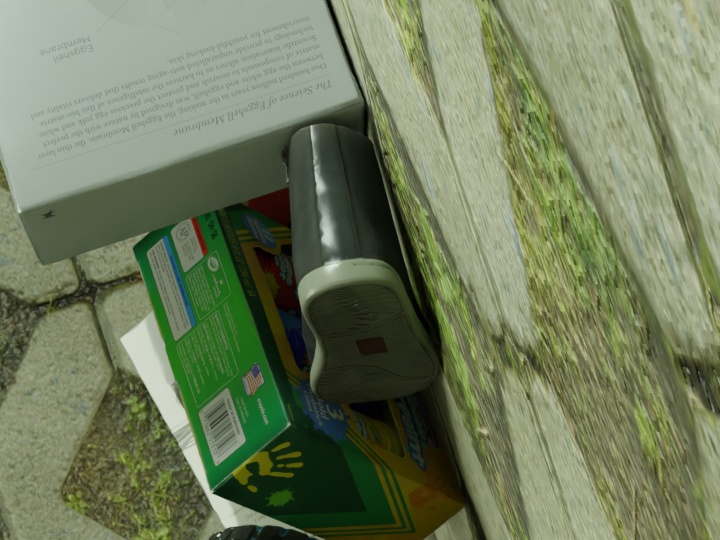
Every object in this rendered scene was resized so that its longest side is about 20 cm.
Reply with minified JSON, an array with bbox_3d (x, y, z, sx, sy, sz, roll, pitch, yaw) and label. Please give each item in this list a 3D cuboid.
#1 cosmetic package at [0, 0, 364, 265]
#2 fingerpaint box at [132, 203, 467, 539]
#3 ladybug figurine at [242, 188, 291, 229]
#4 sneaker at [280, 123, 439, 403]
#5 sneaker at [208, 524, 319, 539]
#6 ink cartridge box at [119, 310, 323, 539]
[{"bbox_3d":[-0.122,-0.135,1.425,0.123,0.199,0.200,89,162,-74],"label":"cosmetic package"},{"bbox_3d":[-0.038,0.064,1.547,0.167,0.073,0.200,29,-150,-43],"label":"fingerpaint box"},{"bbox_3d":[-0.066,-0.062,1.696,0.200,0.072,0.136,-144,70,-85],"label":"ladybug figurine"},{"bbox_3d":[0.000,0.000,1.408,0.200,0.075,0.106,83,179,-65],"label":"sneaker"},{"bbox_3d":[-0.005,0.205,1.525,0.087,0.200,0.075,-134,68,-80],"label":"sneaker"},{"bbox_3d":[-0.051,0.102,1.675,0.200,0.083,0.147,60,-155,15],"label":"ink cartridge box"}]
